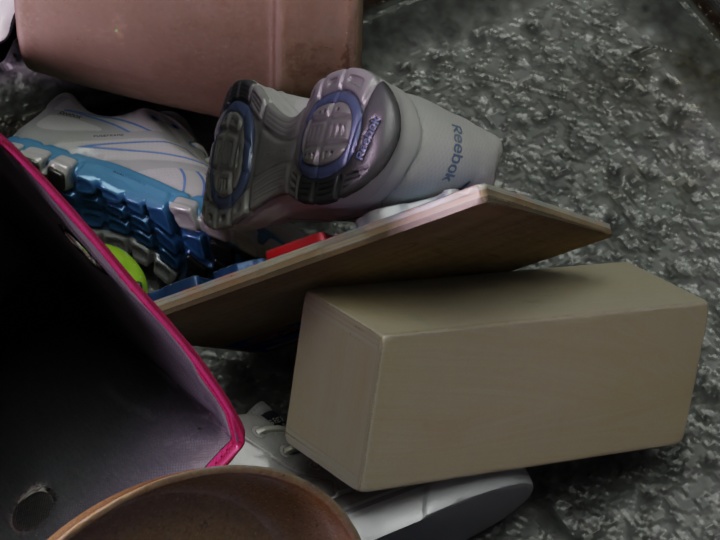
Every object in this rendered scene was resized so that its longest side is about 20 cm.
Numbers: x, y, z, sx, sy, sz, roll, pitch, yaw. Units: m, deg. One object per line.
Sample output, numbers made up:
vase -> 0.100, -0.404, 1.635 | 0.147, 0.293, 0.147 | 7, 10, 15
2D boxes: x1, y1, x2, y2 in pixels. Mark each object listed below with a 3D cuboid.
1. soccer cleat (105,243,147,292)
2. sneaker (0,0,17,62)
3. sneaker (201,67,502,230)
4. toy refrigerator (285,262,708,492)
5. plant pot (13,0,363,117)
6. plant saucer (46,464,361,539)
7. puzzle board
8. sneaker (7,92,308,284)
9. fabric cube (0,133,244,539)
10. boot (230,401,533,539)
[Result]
soccer cleat -> -0.154, 0.083, 1.084 | 0.067, 0.081, 0.201 | 25, 76, -10
sneaker -> -0.143, -0.176, 1.269 | 0.199, 0.074, 0.080 | -24, 75, -16
sneaker -> -0.011, -0.046, 1.054 | 0.087, 0.200, 0.075 | 14, 86, -29
toy refrigerator -> 0.065, 0.046, 1.073 | 0.199, 0.077, 0.070 | -6, 22, -36
plant pot -> -0.087, -0.156, 1.165 | 0.173, 0.201, 0.201 | -1, 55, -3
plant saucer -> -0.086, 0.160, 0.921 | 0.199, 0.201, 0.035 | -28, 39, -23
puzzle board -> 0.000, 0.000, 1.055 | 0.199, 0.150, 0.018 | -19, 77, 24
sneaker -> -0.092, -0.042, 1.172 | 0.199, 0.075, 0.087 | 24, 51, 11
fabric cube -> -0.204, 0.037, 0.926 | 0.200, 0.197, 0.199 | -43, 40, -9
boot -> -0.024, 0.100, 1.075 | 0.199, 0.074, 0.096 | -17, 65, -16
